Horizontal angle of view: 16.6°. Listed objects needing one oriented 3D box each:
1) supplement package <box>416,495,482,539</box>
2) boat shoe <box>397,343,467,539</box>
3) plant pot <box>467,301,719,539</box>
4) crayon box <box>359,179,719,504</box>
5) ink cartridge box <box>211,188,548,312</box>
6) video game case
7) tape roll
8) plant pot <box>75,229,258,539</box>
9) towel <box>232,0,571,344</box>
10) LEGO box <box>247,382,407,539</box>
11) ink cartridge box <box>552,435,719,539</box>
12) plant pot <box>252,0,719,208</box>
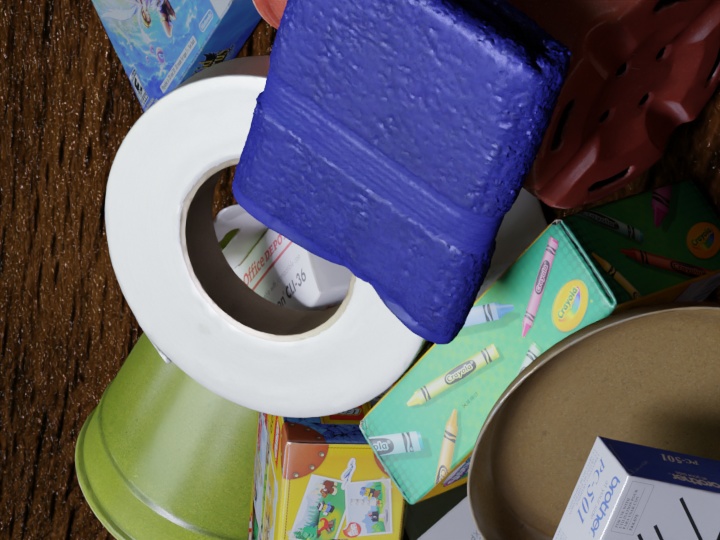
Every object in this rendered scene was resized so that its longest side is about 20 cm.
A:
[{"bbox_3d":[0.093,0.222,1.432,0.120,0.121,0.200,44,166,25],"label":"supplement package"},{"bbox_3d":[0.045,0.142,1.597,0.060,0.072,0.203,118,137,-70],"label":"boat shoe"},{"bbox_3d":[0.149,0.088,1.277,0.028,0.198,0.201,-107,18,-50],"label":"plant pot"},{"bbox_3d":[0.101,0.040,1.338,0.058,0.118,0.200,56,132,16],"label":"crayon box"},{"bbox_3d":[0.000,0.000,1.453,0.117,0.199,0.068,-51,52,57],"label":"ink cartridge box"},{"bbox_3d":[-0.140,-0.225,1.734,0.182,0.045,0.200,65,151,13],"label":"video game case"},{"bbox_3d":[-0.045,-0.016,1.345,0.201,0.037,0.204,11,118,21],"label":"tape roll"},{"bbox_3d":[-0.072,0.077,1.665,0.201,0.199,0.194,51,134,32],"label":"plant pot"},{"bbox_3d":[0.019,-0.073,1.212,0.147,0.050,0.201,35,138,14],"label":"towel"},{"bbox_3d":[-0.023,0.154,1.508,0.149,0.077,0.201,-105,18,-62],"label":"LEGO box"},{"bbox_3d":[0.131,0.189,1.276,0.201,0.093,0.044,-69,26,18],"label":"ink cartridge box"},{"bbox_3d":[0.078,-0.148,1.267,0.195,0.200,0.202,43,142,28],"label":"plant pot"}]
